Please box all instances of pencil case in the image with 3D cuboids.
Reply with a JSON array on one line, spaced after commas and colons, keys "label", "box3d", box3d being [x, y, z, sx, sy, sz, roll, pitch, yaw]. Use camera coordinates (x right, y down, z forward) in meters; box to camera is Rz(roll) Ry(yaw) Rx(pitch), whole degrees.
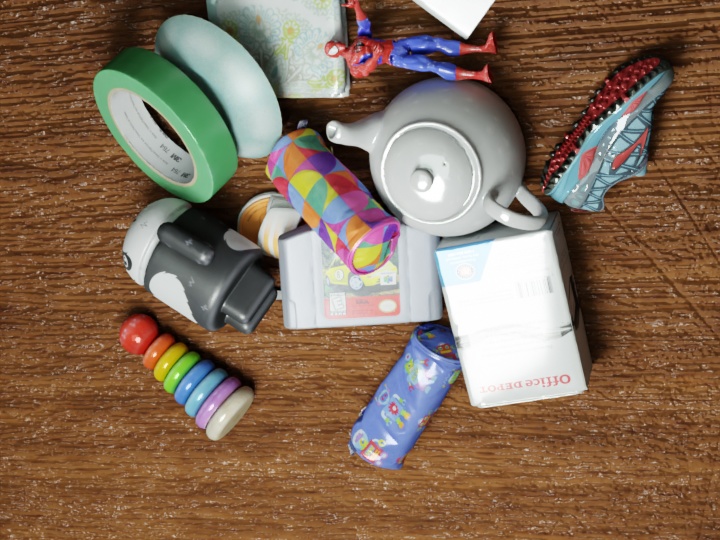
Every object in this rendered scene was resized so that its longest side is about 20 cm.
[{"label": "pencil case", "box3d": [0.058, 0.157, 1.759, 0.087, 0.078, 0.201, 42, 119, 22]}, {"label": "pencil case", "box3d": [-0.031, -0.086, 1.648, 0.200, 0.088, 0.089, 52, 122, 32]}]

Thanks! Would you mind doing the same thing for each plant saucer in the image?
[{"label": "plant saucer", "box3d": [-0.182, -0.208, 1.680, 0.200, 0.039, 0.202, 30, 146, 22]}]

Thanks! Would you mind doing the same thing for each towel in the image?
[{"label": "towel", "box3d": [-0.098, -0.300, 1.667, 0.169, 0.048, 0.203, 1, 110, 17]}]

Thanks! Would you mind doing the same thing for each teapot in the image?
[{"label": "teapot", "box3d": [0.094, -0.119, 1.607, 0.198, 0.146, 0.199, -18, 103, 24]}]

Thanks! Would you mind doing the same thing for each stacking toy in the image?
[{"label": "stacking toy", "box3d": [-0.237, 0.129, 1.861, 0.200, 0.085, 0.086, 41, 117, 8]}]

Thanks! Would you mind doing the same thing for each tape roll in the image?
[{"label": "tape roll", "box3d": [-0.236, -0.174, 1.698, 0.199, 0.048, 0.201, 34, 153, 20]}]

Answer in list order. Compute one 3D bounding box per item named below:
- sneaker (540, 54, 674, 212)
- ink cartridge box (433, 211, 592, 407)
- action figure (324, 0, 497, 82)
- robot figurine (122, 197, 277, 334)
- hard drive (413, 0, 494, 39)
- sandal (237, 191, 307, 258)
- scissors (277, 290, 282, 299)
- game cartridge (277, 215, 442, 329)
[{"label": "sneaker", "box3d": [0.292, -0.151, 1.577, 0.095, 0.080, 0.201, 29, 116, -20]}, {"label": "ink cartridge box", "box3d": [0.184, 0.047, 1.667, 0.143, 0.084, 0.203, -10, 105, 19]}, {"label": "action figure", "box3d": [0.047, -0.258, 1.577, 0.197, 0.099, 0.066, 4, 67, 18]}, {"label": "robot figurine", "box3d": [-0.202, -0.003, 1.744, 0.199, 0.125, 0.151, 32, 125, 11]}, {"label": "hard drive", "box3d": [0.077, -0.371, 1.570, 0.199, 0.026, 0.132, 35, 117, -6]}, {"label": "sandal", "box3d": [-0.065, -0.046, 1.738, 0.204, 0.059, 0.080, 8, 113, 18]}, {"label": "scissors", "box3d": [-0.140, 0.026, 1.817, 0.198, 0.014, 0.074, -14, 102, 25]}, {"label": "game cartridge", "box3d": [0.000, 0.000, 1.711, 0.197, 0.041, 0.135, -4, 105, 0]}]
